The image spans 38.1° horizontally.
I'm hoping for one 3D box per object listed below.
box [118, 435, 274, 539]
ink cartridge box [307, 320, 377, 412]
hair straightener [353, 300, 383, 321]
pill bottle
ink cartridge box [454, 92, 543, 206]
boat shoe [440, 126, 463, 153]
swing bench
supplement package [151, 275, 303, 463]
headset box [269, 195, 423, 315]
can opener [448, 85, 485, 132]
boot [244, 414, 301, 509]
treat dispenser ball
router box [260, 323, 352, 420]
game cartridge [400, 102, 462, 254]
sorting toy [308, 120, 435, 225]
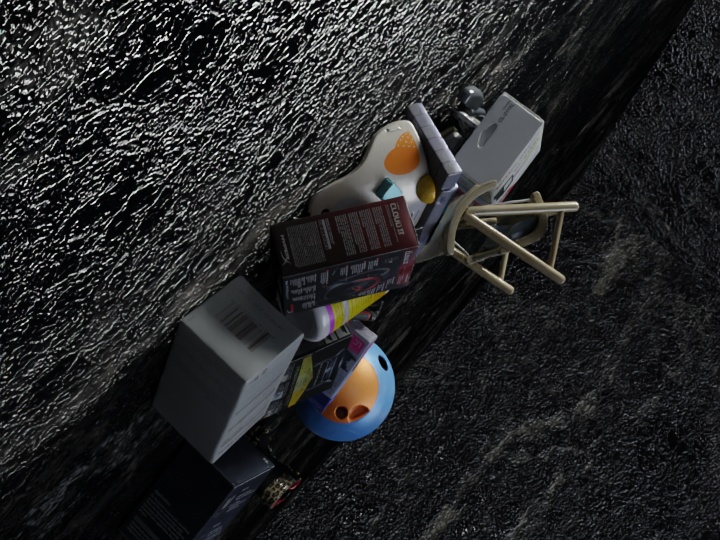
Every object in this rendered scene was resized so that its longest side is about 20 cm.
[{"bbox_3d":[-0.273,0.382,1.764,0.201,0.117,0.196,-51,169,9],"label":"box"},{"bbox_3d":[-0.069,0.152,1.816,0.201,0.119,0.042,-56,171,31],"label":"ink cartridge box"},{"bbox_3d":[-0.034,0.049,1.725,0.198,0.077,0.041,0,131,-48],"label":"hair straightener"},{"bbox_3d":[-0.021,0.012,1.537,0.199,0.104,0.105,-34,162,-31],"label":"pill bottle"},{"bbox_3d":[0.222,-0.184,1.693,0.147,0.082,0.200,-53,171,1],"label":"ink cartridge box"},{"bbox_3d":[0.106,-0.146,1.672,0.200,0.068,0.075,-47,169,-19],"label":"boat shoe"},{"bbox_3d":[0.191,-0.055,1.580,0.199,0.197,0.132,165,-61,-73],"label":"swing bench"},{"bbox_3d":[-0.173,0.129,1.335,0.117,0.117,0.201,-40,165,-42],"label":"supplement package"},{"bbox_3d":[-0.014,-0.019,1.350,0.197,0.076,0.149,-13,161,-8],"label":"headset box"},{"bbox_3d":[0.191,-0.254,1.700,0.067,0.052,0.200,-53,169,12],"label":"can opener"},{"bbox_3d":[-0.175,0.356,1.980,0.074,0.150,0.200,-54,168,26],"label":"boot"},{"bbox_3d":[-0.034,0.218,1.959,0.201,0.200,0.201,-47,169,-12],"label":"treat dispenser ball"},{"bbox_3d":[-0.106,0.155,1.654,0.155,0.053,0.201,-22,157,-24],"label":"router box"},{"bbox_3d":[0.078,-0.123,1.483,0.038,0.131,0.201,-20,156,-28],"label":"game cartridge"},{"bbox_3d":[-0.007,-0.083,1.429,0.178,0.108,0.201,-21,156,-27],"label":"sorting toy"}]
